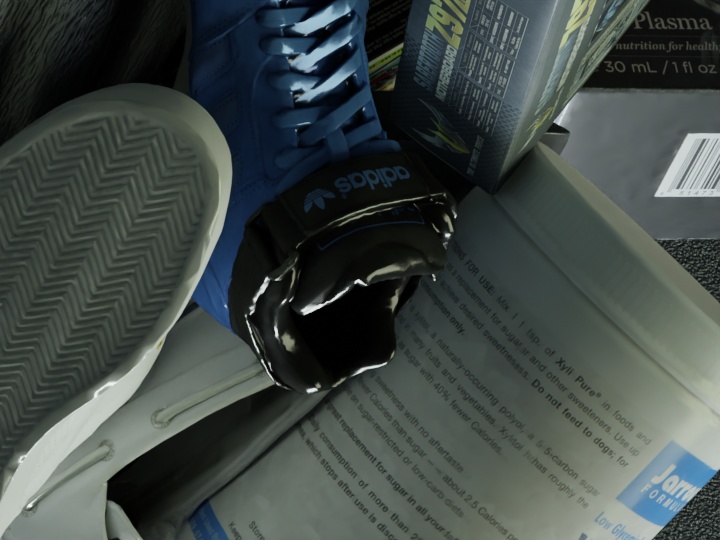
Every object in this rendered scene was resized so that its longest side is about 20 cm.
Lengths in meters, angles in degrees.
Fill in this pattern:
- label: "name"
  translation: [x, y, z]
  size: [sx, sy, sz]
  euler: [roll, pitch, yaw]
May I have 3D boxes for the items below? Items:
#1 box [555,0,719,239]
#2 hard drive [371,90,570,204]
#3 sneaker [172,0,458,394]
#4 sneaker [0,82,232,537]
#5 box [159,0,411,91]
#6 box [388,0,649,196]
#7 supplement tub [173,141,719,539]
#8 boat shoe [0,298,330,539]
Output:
- label: "box"
  translation: [0.153, -0.128, 1.288]
  size: [0.124, 0.200, 0.197]
  euler: [112, -29, -51]
- label: "hard drive"
  translation: [-0.030, -0.006, 0.947]
  size: [0.200, 0.042, 0.135]
  euler: [-10, 140, -37]
- label: "sneaker"
  translation: [-0.011, -0.051, 0.778]
  size: [0.077, 0.111, 0.200]
  euler: [-15, 136, -32]
- label: "sneaker"
  translation: [-0.088, 0.002, 0.790]
  size: [0.200, 0.074, 0.116]
  euler: [-51, -177, 33]
- label: "box"
  translation: [0.023, -0.097, 0.985]
  size: [0.200, 0.035, 0.110]
  euler: [-30, 173, -2]
- label: "box"
  translation: [0.079, -0.124, 0.817]
  size: [0.158, 0.051, 0.200]
  euler: [-52, 172, -15]
- label: "supplement tub"
  translation: [0.037, 0.068, 0.926]
  size: [0.200, 0.132, 0.132]
  euler: [-47, 178, 9]
- label: "boat shoe"
  translation: [-0.091, 0.075, 0.890]
  size: [0.200, 0.065, 0.074]
  euler: [-45, 148, 14]
